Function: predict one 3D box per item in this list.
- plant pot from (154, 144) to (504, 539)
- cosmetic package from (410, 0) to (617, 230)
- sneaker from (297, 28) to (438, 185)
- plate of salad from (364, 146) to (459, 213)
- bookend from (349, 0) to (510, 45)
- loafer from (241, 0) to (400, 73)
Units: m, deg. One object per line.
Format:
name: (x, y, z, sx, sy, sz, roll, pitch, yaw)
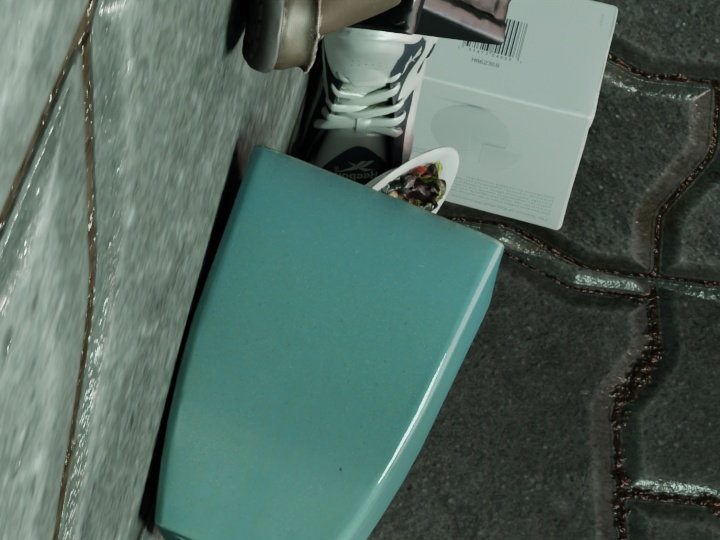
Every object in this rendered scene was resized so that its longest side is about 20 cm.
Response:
plant pot: (-0.027, 0.066, 1.153, 0.141, 0.140, 0.201, 92, 20, -75)
cosmetic package: (0.105, -0.154, 1.889, 0.200, 0.198, 0.124, 99, 7, -62)
sneaker: (0.003, -0.103, 1.406, 0.199, 0.079, 0.131, -179, -85, -83)
plate of salad: (0.000, 0.000, 1.417, 0.200, 0.048, 0.200, -41, 165, -13)
bookend: (0.080, -0.213, 1.262, 0.198, 0.092, 0.202, 17, 87, -46)
loafer: (-0.008, -0.156, 1.056, 0.201, 0.070, 0.073, -71, 174, -55)
